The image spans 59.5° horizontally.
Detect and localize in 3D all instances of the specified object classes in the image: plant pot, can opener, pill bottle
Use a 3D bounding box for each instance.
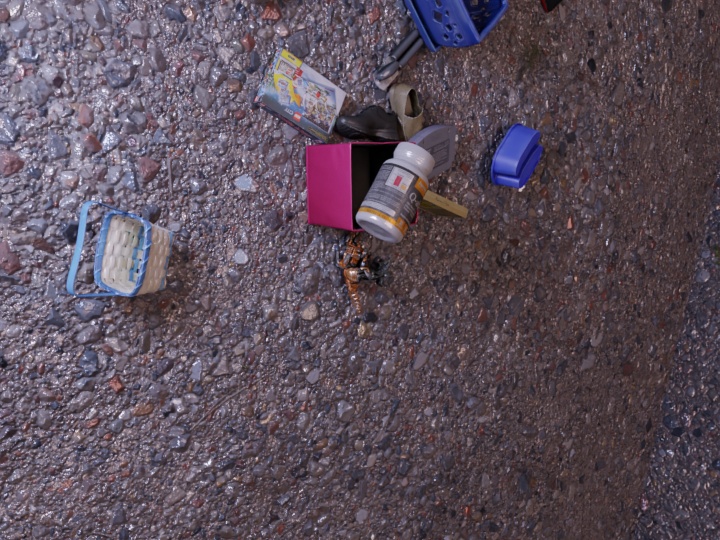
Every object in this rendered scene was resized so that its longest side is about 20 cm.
[{"bbox_3d":[0.235,-0.690,1.608,0.201,0.179,0.201,-53,123,-29],"label":"plant pot"},{"bbox_3d":[0.102,-0.542,1.623,0.053,0.066,0.201,51,63,-31],"label":"can opener"},{"bbox_3d":[0.080,-0.172,1.385,0.116,0.116,0.202,35,78,-34],"label":"pill bottle"}]

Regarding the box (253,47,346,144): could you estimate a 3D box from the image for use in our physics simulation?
[{"bbox_3d":[-0.139,-0.406,1.482,0.199,0.038,0.138,26,81,-35],"label":"box"}]

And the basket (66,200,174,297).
[{"bbox_3d":[-0.471,-0.030,1.227,0.200,0.138,0.179,16,87,-66],"label":"basket"}]

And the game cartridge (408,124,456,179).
[{"bbox_3d":[0.189,-0.318,1.693,0.199,0.040,0.135,-31,135,-42],"label":"game cartridge"}]

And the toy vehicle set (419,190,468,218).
[{"bbox_3d":[0.179,-0.186,1.690,0.199,0.124,0.027,19,87,-36],"label":"toy vehicle set"}]

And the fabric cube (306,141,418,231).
[{"bbox_3d":[0.002,-0.206,1.516,0.198,0.199,0.199,-8,101,-34],"label":"fabric cube"}]

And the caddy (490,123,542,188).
[{"bbox_3d":[0.459,-0.343,1.883,0.201,0.104,0.142,-57,145,-15],"label":"caddy"}]

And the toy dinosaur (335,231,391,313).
[{"bbox_3d":[0.000,0.000,1.627,0.134,0.102,0.202,1,112,-12],"label":"toy dinosaur"}]

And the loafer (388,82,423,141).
[{"bbox_3d":[0.130,-0.393,1.656,0.076,0.067,0.202,-35,118,-26],"label":"loafer"}]

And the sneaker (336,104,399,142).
[{"bbox_3d":[0.017,-0.375,1.587,0.199,0.075,0.092,-2,92,-45],"label":"sneaker"}]

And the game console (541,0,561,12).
[{"bbox_3d":[0.605,-0.925,1.942,0.200,0.031,0.178,-44,119,-21],"label":"game console"}]
